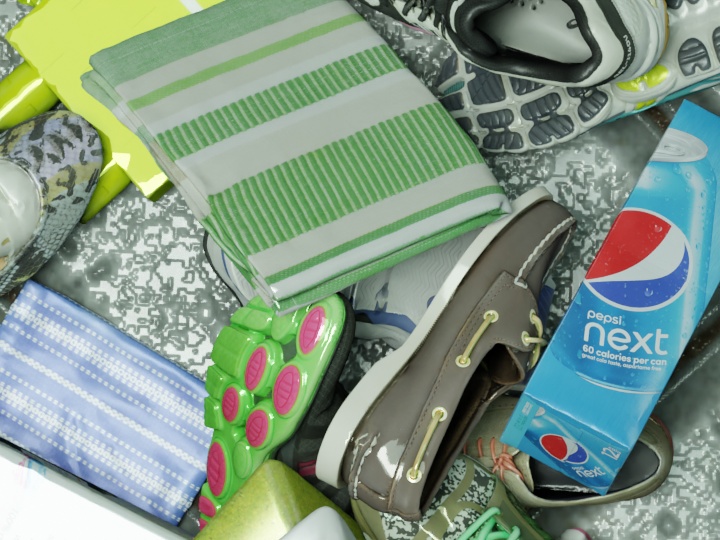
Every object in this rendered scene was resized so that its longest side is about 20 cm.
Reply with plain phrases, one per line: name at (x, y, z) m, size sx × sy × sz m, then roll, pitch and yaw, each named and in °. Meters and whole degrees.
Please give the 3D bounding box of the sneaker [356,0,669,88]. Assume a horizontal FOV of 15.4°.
sneaker at (0.057, -0.147, 1.366) m, size 0.200 × 0.088 × 0.076 m, roll 18°, pitch 114°, yaw 23°

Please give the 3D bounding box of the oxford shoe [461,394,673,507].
oxford shoe at (0.068, 0.095, 1.420) m, size 0.200 × 0.075 × 0.071 m, roll -5°, pitch 89°, yaw 4°

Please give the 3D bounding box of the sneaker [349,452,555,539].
sneaker at (0.080, 0.152, 1.338) m, size 0.200 × 0.089 × 0.077 m, roll 41°, pitch 75°, yaw -1°

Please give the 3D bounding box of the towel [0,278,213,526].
towel at (-0.174, 0.123, 1.457) m, size 0.145 × 0.024 × 0.200 m, roll 31°, pitch 88°, yaw 3°

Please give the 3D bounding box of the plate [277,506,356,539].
plate at (-0.049, 0.239, 1.319) m, size 0.200 × 0.200 × 0.032 m, roll -40°, pitch 45°, yaw -10°

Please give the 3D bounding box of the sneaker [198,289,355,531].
sneaker at (-0.032, 0.081, 1.372) m, size 0.084 × 0.200 × 0.077 m, roll -17°, pitch 47°, yaw -32°

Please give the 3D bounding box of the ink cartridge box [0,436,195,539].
ink cartridge box at (-0.202, 0.165, 1.405) m, size 0.200 × 0.083 × 0.146 m, roll 27°, pitch 86°, yaw 1°

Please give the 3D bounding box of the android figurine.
android figurine at (-0.109, -0.124, 1.462) m, size 0.200 × 0.041 × 0.182 m, roll -40°, pitch 85°, yaw 2°

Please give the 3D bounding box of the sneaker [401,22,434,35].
sneaker at (0.105, -0.174, 1.427) m, size 0.200 × 0.095 × 0.079 m, roll -9°, pitch 88°, yaw 4°

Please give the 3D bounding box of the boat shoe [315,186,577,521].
boat shoe at (0.057, 0.042, 1.339) m, size 0.059 × 0.072 × 0.200 m, roll 29°, pitch 61°, yaw 19°

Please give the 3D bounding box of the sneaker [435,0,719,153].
sneaker at (0.138, -0.106, 1.430) m, size 0.200 × 0.080 × 0.078 m, roll -14°, pitch 76°, yaw 20°

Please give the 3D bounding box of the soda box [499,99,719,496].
soda box at (0.148, 0.012, 1.388) m, size 0.064 × 0.068 × 0.200 m, roll 27°, pitch 64°, yaw 6°

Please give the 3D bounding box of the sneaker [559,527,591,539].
sneaker at (0.147, 0.237, 1.411) m, size 0.087 × 0.074 × 0.200 m, roll -40°, pitch 81°, yaw 0°

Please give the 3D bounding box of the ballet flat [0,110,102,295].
ballet flat at (-0.219, -0.008, 1.426) m, size 0.200 × 0.072 × 0.072 m, roll -41°, pitch 85°, yaw 12°

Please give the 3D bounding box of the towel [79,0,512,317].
towel at (-0.034, -0.069, 1.360) m, size 0.152 × 0.023 × 0.200 m, roll -24°, pitch 52°, yaw -23°

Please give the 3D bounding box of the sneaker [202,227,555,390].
sneaker at (-0.001, 0.000, 1.430) m, size 0.199 × 0.115 × 0.081 m, roll 18°, pitch 89°, yaw -26°

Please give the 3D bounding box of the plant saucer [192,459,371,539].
plant saucer at (-0.048, 0.222, 1.365) m, size 0.200 × 0.200 × 0.048 m, roll -48°, pitch 45°, yaw -1°
